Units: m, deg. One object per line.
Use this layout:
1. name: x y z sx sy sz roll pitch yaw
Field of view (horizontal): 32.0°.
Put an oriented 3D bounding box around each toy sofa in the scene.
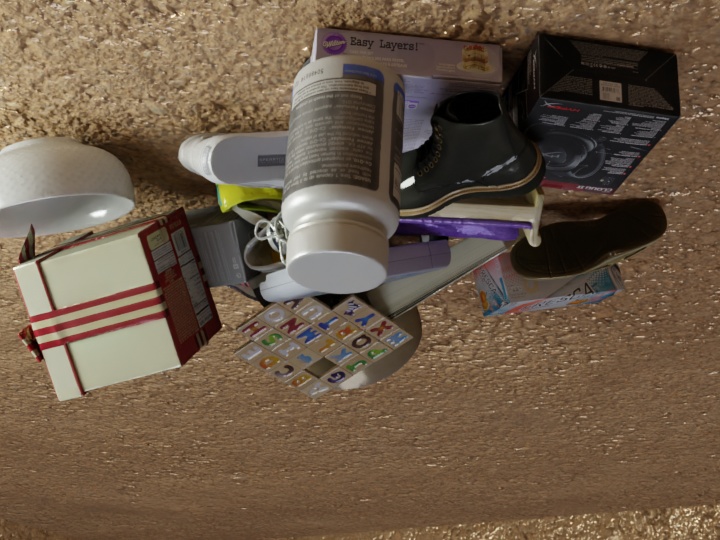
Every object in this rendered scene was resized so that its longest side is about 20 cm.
1. toy sofa: 0.099 -0.063 1.390 0.197 0.083 0.099 2 119 -8

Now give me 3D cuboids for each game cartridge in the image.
1. game cartridge: 0.000 0.000 1.426 0.198 0.041 0.133 -10 173 -34

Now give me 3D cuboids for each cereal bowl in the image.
1. cereal bowl: -0.359 -0.100 1.436 0.197 0.085 0.200 -10 173 -1

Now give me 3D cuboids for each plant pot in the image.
1. plant pot: -0.023 0.039 1.677 0.197 0.202 0.136 -3 129 11

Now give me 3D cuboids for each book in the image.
1. book: 0.118 -0.013 1.567 0.199 0.048 0.133 -31 179 31

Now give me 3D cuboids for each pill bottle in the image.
1. pill bottle: -0.016 -0.089 1.185 0.112 0.203 0.114 3 156 1

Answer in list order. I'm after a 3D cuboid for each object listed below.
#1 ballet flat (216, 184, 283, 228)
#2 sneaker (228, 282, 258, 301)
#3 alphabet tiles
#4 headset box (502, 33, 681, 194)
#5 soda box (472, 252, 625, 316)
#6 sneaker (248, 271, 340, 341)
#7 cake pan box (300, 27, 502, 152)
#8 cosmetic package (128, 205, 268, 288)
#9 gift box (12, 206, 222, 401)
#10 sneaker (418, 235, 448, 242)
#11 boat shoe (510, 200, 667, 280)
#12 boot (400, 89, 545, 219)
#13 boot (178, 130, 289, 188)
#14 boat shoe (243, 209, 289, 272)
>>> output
1. ballet flat: -0.082 -0.077 1.522 0.197 0.068 0.067 11 158 -22
2. sneaker: -0.144 -0.010 1.676 0.070 0.083 0.199 15 -175 -44
3. alphabet tiles: -0.053 0.085 1.545 0.166 0.008 0.199 -33 139 21
4. headset box: 0.222 -0.152 1.302 0.146 0.078 0.200 6 158 -9
5. soda box: 0.246 0.011 1.639 0.198 0.069 0.063 -6 165 -30
6. sneaker: -0.032 0.004 1.573 0.198 0.107 0.075 -31 -171 2
7. cake pan box: 0.033 -0.174 1.300 0.197 0.053 0.185 4 155 -4
8. cosmetic package: -0.217 -0.026 1.582 0.197 0.091 0.107 -6 -162 20
9. gift box: -0.291 0.023 1.472 0.184 0.203 0.184 -16 -175 14
10. sneaker: 0.107 -0.078 1.500 0.086 0.077 0.200 -7 157 6
11. boat shoe: 0.285 -0.028 1.570 0.197 0.075 0.066 -14 163 4
12. boot: 0.069 -0.122 1.234 0.197 0.078 0.138 -13 151 19
13. boot: -0.105 -0.130 1.415 0.198 0.075 0.095 2 -169 -34
14. boat shoe: -0.077 -0.041 1.411 0.085 0.076 0.201 -9 174 -34
